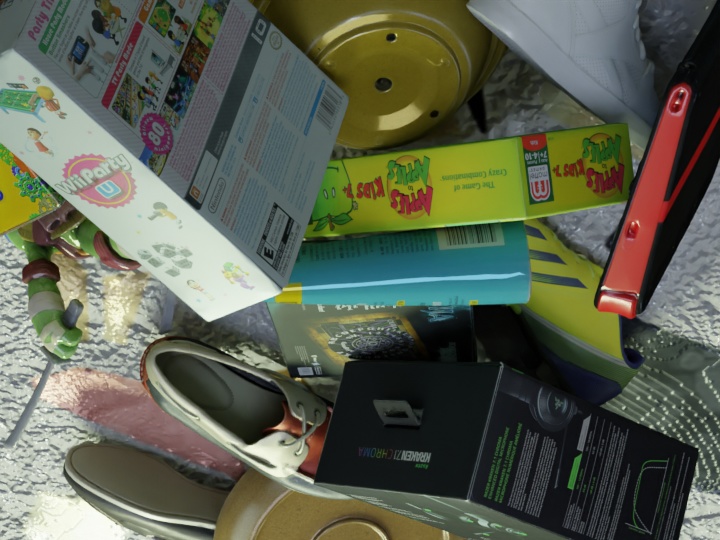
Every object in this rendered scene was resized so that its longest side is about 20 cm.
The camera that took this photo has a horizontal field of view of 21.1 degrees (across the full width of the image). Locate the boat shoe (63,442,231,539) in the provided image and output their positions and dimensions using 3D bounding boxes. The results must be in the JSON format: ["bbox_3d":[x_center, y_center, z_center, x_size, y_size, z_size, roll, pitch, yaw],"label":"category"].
[{"bbox_3d":[-0.135,0.189,1.466,0.199,0.067,0.057,19,124,-14],"label":"boat shoe"}]

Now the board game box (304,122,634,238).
[{"bbox_3d":[0.056,-0.053,1.171,0.200,0.101,0.048,-4,95,47],"label":"board game box"}]

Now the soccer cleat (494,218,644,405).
[{"bbox_3d":[0.130,0.008,1.308,0.084,0.065,0.200,-33,120,-5],"label":"soccer cleat"}]

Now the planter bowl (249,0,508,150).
[{"bbox_3d":[0.009,-0.133,1.150,0.200,0.084,0.201,-6,136,-5],"label":"planter bowl"}]

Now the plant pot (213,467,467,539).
[{"bbox_3d":[-0.011,0.207,1.451,0.199,0.028,0.201,-6,118,-11],"label":"plant pot"}]

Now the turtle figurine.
[{"bbox_3d":[-0.145,-0.002,1.249,0.144,0.201,0.194,-9,177,-40],"label":"turtle figurine"}]

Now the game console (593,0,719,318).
[{"bbox_3d":[0.190,-0.083,1.130,0.031,0.200,0.177,19,130,14],"label":"game console"}]

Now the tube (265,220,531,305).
[{"bbox_3d":[0.000,0.000,1.151,0.199,0.077,0.051,-3,93,-1],"label":"tube"}]

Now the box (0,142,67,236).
[{"bbox_3d":[-0.218,-0.147,1.082,0.122,0.200,0.193,-21,117,37],"label":"box"}]

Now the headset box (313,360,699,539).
[{"bbox_3d":[0.091,0.130,1.301,0.200,0.093,0.174,23,165,-32],"label":"headset box"}]

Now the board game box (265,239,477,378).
[{"bbox_3d":[0.009,0.027,1.282,0.135,0.028,0.200,-2,159,3],"label":"board game box"}]

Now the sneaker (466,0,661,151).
[{"bbox_3d":[0.156,-0.151,1.153,0.116,0.074,0.200,-53,142,3],"label":"sneaker"}]

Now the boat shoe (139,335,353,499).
[{"bbox_3d":[-0.065,0.104,1.370,0.200,0.071,0.063,28,166,-5],"label":"boat shoe"}]

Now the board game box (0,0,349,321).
[{"bbox_3d":[-0.108,-0.093,1.036,0.064,0.148,0.200,-21,127,38],"label":"board game box"}]
